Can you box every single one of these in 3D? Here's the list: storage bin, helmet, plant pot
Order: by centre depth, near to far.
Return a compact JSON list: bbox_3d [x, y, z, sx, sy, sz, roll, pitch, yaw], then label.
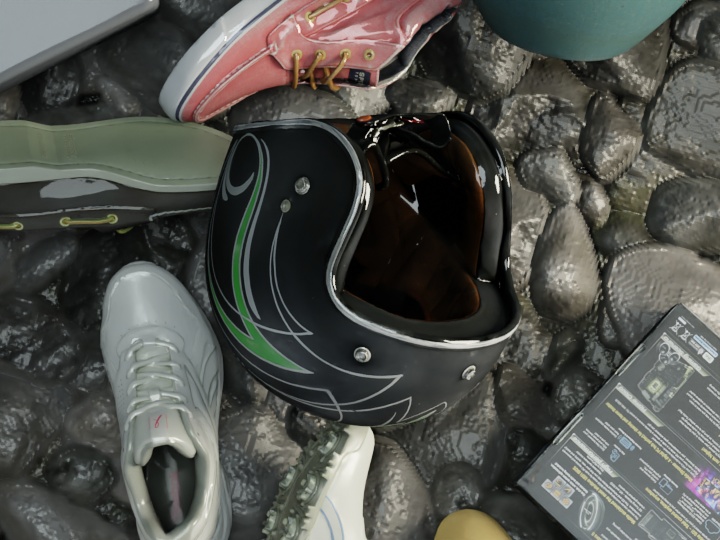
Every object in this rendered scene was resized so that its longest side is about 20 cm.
[{"bbox_3d":[0.000,0.000,1.376,0.200,0.200,0.191,-3,94,0],"label":"helmet"},{"bbox_3d":[0.138,-0.212,1.419,0.200,0.200,0.135,10,117,2],"label":"plant pot"},{"bbox_3d":[-0.225,-0.195,1.436,0.200,0.146,0.135,-28,94,-3],"label":"storage bin"}]

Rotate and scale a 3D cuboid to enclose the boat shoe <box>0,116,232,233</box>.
[{"bbox_3d":[-0.170,-0.058,1.453,0.201,0.061,0.072,2,39,-8],"label":"boat shoe"}]

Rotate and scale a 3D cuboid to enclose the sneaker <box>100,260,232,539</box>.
[{"bbox_3d":[-0.122,0.088,1.413,0.078,0.099,0.200,-13,83,-1],"label":"sneaker"}]

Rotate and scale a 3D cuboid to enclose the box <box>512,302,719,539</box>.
[{"bbox_3d":[0.224,0.146,1.432,0.200,0.044,0.160,42,85,5],"label":"box"}]

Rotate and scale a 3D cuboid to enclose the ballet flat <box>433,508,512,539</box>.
[{"bbox_3d":[0.086,0.250,1.411,0.068,0.063,0.200,-10,83,-1],"label":"ballet flat"}]

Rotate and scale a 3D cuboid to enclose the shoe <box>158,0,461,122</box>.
[{"bbox_3d":[-0.031,-0.145,1.454,0.200,0.071,0.091,-40,79,-9],"label":"shoe"}]

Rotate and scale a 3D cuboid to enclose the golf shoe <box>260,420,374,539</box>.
[{"bbox_3d":[-0.018,0.190,1.425,0.097,0.078,0.200,21,89,-14],"label":"golf shoe"}]
